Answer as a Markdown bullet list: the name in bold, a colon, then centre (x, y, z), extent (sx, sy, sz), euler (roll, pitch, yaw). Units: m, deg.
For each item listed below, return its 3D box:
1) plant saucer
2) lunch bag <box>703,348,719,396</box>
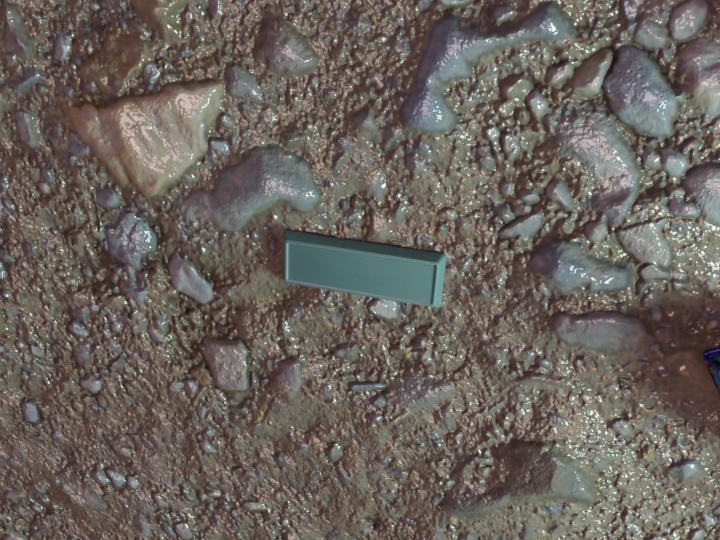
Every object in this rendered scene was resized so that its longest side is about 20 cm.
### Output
- **plant saucer**: centre (0.000, 0.000, 0.929), extent (0.198, 0.019, 0.071), euler (9, 116, 12)
- **lunch bag**: centre (0.494, 0.130, 0.822), extent (0.199, 0.094, 0.151), euler (-25, 103, 14)
